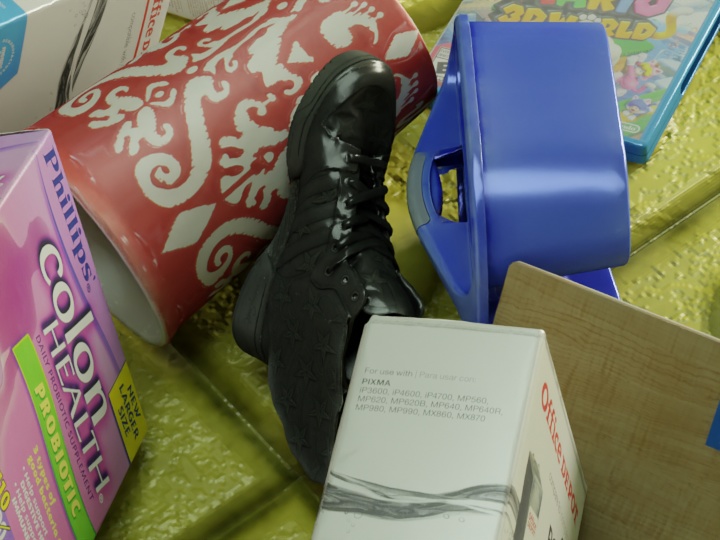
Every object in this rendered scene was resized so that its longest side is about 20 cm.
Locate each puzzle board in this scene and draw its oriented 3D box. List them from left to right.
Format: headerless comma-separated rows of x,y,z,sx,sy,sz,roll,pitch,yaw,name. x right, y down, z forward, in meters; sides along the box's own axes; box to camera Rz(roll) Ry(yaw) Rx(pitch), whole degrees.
0.139,0.099,1.099,0.200,0.151,0.017,22,16,24,puzzle board

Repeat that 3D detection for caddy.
0.076,-0.041,1.208,0.105,0.141,0.200,-3,45,1,caddy

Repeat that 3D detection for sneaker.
-0.002,-0.001,1.186,0.104,0.060,0.200,30,104,44,sneaker

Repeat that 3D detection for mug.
-0.081,-0.084,1.264,0.200,0.133,0.178,-39,51,-15,mug

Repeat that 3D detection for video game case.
0.134,-0.152,1.375,0.143,0.018,0.200,17,54,22,video game case

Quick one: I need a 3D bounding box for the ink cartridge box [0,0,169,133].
-0.170,-0.132,1.314,0.068,0.116,0.200,38,44,20,ink cartridge box

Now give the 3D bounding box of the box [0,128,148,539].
-0.189,0.061,1.099,0.097,0.176,0.200,-6,29,16,box

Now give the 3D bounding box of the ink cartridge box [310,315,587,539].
0.033,0.140,1.008,0.085,0.146,0.200,2,57,16,ink cartridge box

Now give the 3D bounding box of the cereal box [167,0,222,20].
-0.063,-0.206,1.436,0.200,0.040,0.144,18,55,22,cereal box
